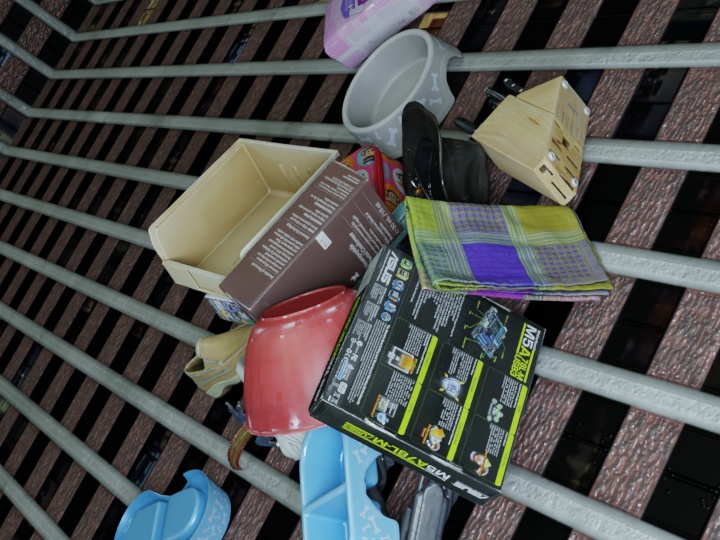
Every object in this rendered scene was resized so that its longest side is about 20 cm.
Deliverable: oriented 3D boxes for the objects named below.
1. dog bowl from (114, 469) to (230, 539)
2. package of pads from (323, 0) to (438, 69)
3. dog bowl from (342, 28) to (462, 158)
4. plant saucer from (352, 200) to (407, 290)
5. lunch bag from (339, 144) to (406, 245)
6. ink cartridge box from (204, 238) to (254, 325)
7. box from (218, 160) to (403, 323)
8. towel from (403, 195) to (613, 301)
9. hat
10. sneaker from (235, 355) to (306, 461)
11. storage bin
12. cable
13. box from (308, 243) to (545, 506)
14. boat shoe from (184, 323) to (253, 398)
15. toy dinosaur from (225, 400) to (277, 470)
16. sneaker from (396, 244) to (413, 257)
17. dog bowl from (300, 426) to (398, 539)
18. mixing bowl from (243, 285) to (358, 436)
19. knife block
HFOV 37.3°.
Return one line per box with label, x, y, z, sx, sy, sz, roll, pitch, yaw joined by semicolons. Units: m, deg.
dog bowl;-0.245;0.336;1.397;0.200;0.050;0.112;-30;41;35
package of pads;0.029;-0.418;1.675;0.200;0.076;0.121;-32;42;32
dog bowl;0.054;-0.256;1.518;0.200;0.059;0.201;-32;40;31
plant saucer;0.000;0.000;1.293;0.200;0.019;0.070;-51;15;3
lunch bag;-0.022;-0.053;1.427;0.200;0.082;0.177;-34;43;32
ink cartridge box;-0.091;0.022;1.340;0.200;0.050;0.109;9;52;41
box;-0.054;-0.016;1.220;0.200;0.100;0.075;-48;45;-8
towel;0.150;-0.026;1.102;0.144;0.199;0.023;-100;18;-46
hat;0.108;-0.106;1.266;0.081;0.201;0.201;-10;36;-10
sneaker;-0.082;0.172;1.247;0.200;0.074;0.087;41;124;30
storage bin;-0.136;-0.062;1.348;0.200;0.094;0.199;14;53;45
cable;0.047;0.210;1.105;0.163;0.051;0.201;5;86;66
box;0.070;0.097;1.040;0.048;0.193;0.200;-50;14;52
boat shoe;-0.187;0.114;1.439;0.200;0.076;0.072;-45;21;48
toy dinosaur;-0.111;0.130;1.375;0.200;0.105;0.182;-40;16;40
sneaker;0.065;0.012;1.255;0.200;0.075;0.085;3;69;53
dog bowl;-0.017;0.234;1.087;0.111;0.049;0.201;-40;46;45
mixing bowl;-0.044;0.083;1.122;0.199;0.109;0.200;-18;8;3
knife block;0.175;-0.145;1.247;0.175;0.064;0.200;-21;39;39
